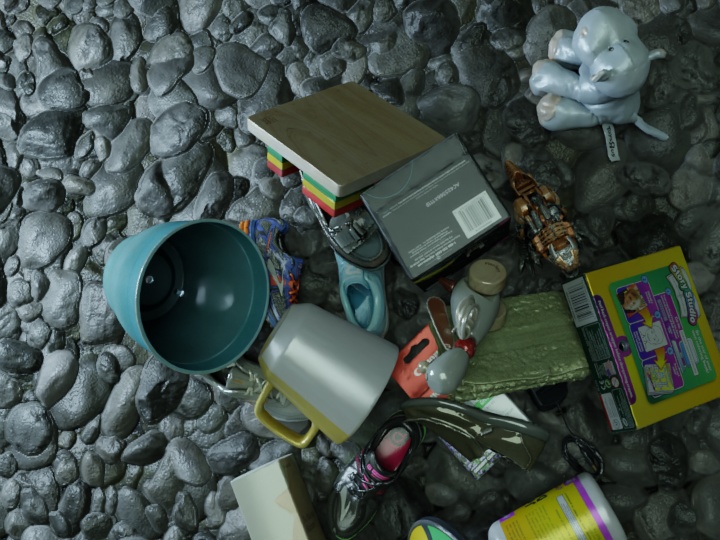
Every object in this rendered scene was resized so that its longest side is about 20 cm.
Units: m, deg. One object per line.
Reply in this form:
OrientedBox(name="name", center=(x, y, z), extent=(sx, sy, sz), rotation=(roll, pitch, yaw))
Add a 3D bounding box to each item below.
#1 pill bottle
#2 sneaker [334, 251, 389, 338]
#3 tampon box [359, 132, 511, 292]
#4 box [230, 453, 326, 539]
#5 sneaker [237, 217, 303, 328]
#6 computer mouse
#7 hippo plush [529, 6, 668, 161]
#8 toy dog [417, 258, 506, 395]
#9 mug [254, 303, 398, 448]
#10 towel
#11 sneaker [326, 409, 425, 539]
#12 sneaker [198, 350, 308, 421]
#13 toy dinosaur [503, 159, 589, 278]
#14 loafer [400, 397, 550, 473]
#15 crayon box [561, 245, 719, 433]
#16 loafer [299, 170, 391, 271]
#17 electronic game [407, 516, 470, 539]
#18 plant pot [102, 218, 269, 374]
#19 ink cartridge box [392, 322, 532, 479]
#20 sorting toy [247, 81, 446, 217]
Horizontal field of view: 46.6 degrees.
OrientedBox(name="pill bottle", center=(0.238, 0.356, 1.091), extent=(0.198, 0.104, 0.105), rotation=(-30, 80, 4))
OrientedBox(name="sneaker", center=(0.000, 0.000, 1.179), extent=(0.073, 0.082, 0.204), rotation=(-16, 80, 6))
OrientedBox(name="tampon box", center=(0.106, -0.069, 1.109), extent=(0.149, 0.200, 0.128), rotation=(-32, 80, 6))
OrientedBox(name="box", center=(-0.100, 0.365, 1.151), extent=(0.077, 0.095, 0.203), rotation=(-23, 82, 5))
OrientedBox(name="sneaker", center=(-0.115, 0.013, 1.203), extent=(0.077, 0.075, 0.203), rotation=(-20, 83, 3))
OrientedBox(name="computer mouse", center=(0.272, 0.193, 1.145), extent=(0.058, 0.034, 0.203), rotation=(-26, 85, -12))
OrientedBox(name="hippo plush", center=(0.313, -0.255, 1.116), extent=(0.157, 0.161, 0.203), rotation=(-22, 81, 6))
OrientedBox(name="toy dog", center=(0.116, 0.061, 1.057), extent=(0.095, 0.199, 0.134), rotation=(16, 114, 24))
OrientedBox(name="mug", center=(-0.060, 0.138, 1.097), extent=(0.152, 0.149, 0.188), rotation=(34, 81, -7))
OrientedBox(name="towel", center=(0.199, 0.099, 1.118), extent=(0.196, 0.037, 0.150), rotation=(-11, 49, -3))
OrientedBox(name="sneaker", center=(0.014, 0.276, 1.146), extent=(0.076, 0.084, 0.202), rotation=(32, 89, 12))
OrientedBox(name="sneaker", center=(-0.148, 0.164, 1.181), extent=(0.197, 0.092, 0.077), rotation=(17, 86, 10))
OrientedBox(name="toy dinosaur", center=(0.244, -0.072, 1.110), extent=(0.100, 0.136, 0.203), rotation=(-10, 57, 18))
OrientedBox(name="loafer", center=(0.144, 0.213, 1.085), extent=(0.196, 0.075, 0.071), rotation=(13, 82, 11))
OrientedBox(name="crayon box", center=(0.372, 0.086, 1.083), extent=(0.170, 0.058, 0.204), rotation=(-13, 81, -26))
OrientedBox(name="loafer", center=(-0.031, -0.078, 1.160), extent=(0.072, 0.063, 0.200), rotation=(-38, 55, -2))
OrientedBox(name="electronic game", center=(0.124, 0.412, 1.070), extent=(0.041, 0.200, 0.203), rotation=(-20, 79, -29))
OrientedBox(name="plant pot", center=(-0.258, 0.023, 1.150), extent=(0.186, 0.198, 0.204), rotation=(11, 84, 48))
OrientedBox(name="ink cartridge box", center=(0.132, 0.174, 1.155), extent=(0.109, 0.050, 0.200), rotation=(-43, 80, 3))
OrientedBox(name="sorting toy", center=(-0.021, -0.165, 1.148), extent=(0.197, 0.070, 0.199), rotation=(-27, 49, -34))
